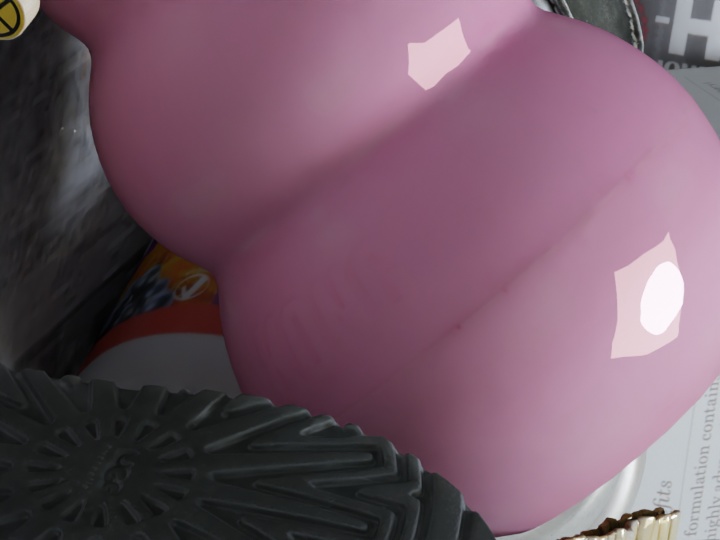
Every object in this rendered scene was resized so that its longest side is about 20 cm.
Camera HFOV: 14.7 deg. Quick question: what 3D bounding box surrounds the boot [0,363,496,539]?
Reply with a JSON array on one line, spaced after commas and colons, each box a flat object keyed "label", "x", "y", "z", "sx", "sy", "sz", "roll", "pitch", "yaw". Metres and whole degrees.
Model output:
[{"label": "boot", "x": -0.046, "y": 0.118, "z": 0.609, "sx": 0.066, "sy": 0.164, "sz": 0.201, "roll": -53, "pitch": 151, "yaw": -45}]

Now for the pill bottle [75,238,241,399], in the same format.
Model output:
[{"label": "pill bottle", "x": 0.000, "y": 0.000, "z": 0.782, "sx": 0.112, "sy": 0.111, "sz": 0.200, "roll": 87, "pitch": 21, "yaw": -44}]

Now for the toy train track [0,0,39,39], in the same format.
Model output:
[{"label": "toy train track", "x": -0.088, "y": -0.032, "z": 0.585, "sx": 0.115, "sy": 0.032, "sz": 0.201, "roll": -62, "pitch": 159, "yaw": -46}]

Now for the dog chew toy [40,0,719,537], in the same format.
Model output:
[{"label": "dog chew toy", "x": -0.004, "y": -0.038, "z": 0.634, "sx": 0.124, "sy": 0.200, "sz": 0.125, "roll": -40, "pitch": -176, "yaw": 3}]

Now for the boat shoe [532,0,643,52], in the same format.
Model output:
[{"label": "boat shoe", "x": 0.034, "y": -0.122, "z": 0.726, "sx": 0.201, "sy": 0.071, "sz": 0.072, "roll": 59, "pitch": 34, "yaw": -22}]

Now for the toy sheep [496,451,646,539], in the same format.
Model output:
[{"label": "toy sheep", "x": 0.032, "y": 0.055, "z": 0.908, "sx": 0.200, "sy": 0.137, "sz": 0.139, "roll": 170, "pitch": -67, "yaw": -83}]

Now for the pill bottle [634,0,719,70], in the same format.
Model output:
[{"label": "pill bottle", "x": 0.136, "y": -0.094, "z": 1.179, "sx": 0.111, "sy": 0.110, "sz": 0.201, "roll": -24, "pitch": 124, "yaw": -72}]

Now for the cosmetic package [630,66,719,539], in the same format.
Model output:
[{"label": "cosmetic package", "x": 0.146, "y": 0.027, "z": 1.060, "sx": 0.166, "sy": 0.199, "sz": 0.168, "roll": -132, "pitch": -137, "yaw": -56}]

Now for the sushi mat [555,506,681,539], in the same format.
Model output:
[{"label": "sushi mat", "x": 0.030, "y": 0.154, "z": 0.648, "sx": 0.095, "sy": 0.012, "sz": 0.201, "roll": -9, "pitch": 112, "yaw": -50}]
